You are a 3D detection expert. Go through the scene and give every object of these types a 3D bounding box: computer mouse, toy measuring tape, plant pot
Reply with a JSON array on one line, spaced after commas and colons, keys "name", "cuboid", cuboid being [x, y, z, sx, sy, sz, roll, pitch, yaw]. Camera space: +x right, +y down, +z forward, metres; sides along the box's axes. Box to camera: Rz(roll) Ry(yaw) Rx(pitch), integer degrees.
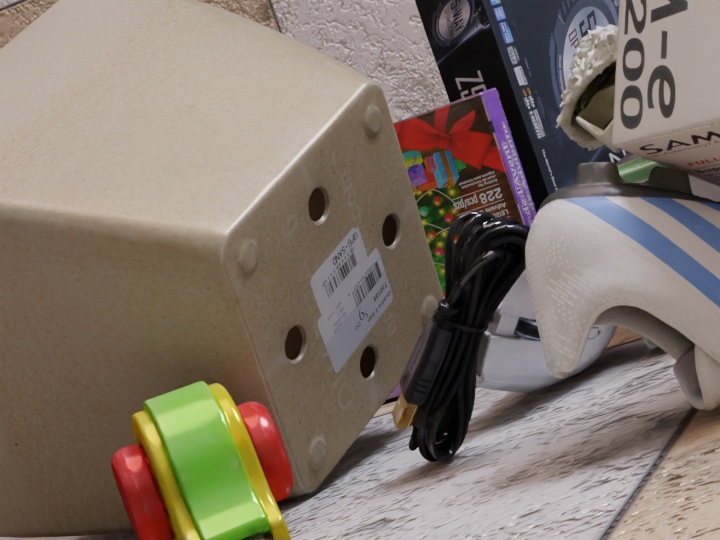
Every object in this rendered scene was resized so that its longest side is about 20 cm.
[{"name": "computer mouse", "cuboid": [0.080, 0.020, 0.903, 0.044, 0.110, 0.200, 23, 16, 22]}, {"name": "toy measuring tape", "cuboid": [-0.055, 0.079, 0.780, 0.073, 0.074, 0.200, -20, 4, -12]}, {"name": "plant pot", "cuboid": [-0.078, -0.002, 0.932, 0.176, 0.201, 0.200, 5, 38, 34]}]

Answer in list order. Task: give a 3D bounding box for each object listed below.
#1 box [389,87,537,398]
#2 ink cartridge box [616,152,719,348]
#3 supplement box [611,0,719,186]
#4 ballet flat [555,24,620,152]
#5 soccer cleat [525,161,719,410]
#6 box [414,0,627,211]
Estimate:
[{"name": "box", "cuboid": [0.000, 0.000, 1.088, 0.199, 0.138, 0.039, -19, 3, 19]}, {"name": "ink cartridge box", "cuboid": [0.204, -0.039, 0.998, 0.145, 0.088, 0.200, -19, 2, 16]}, {"name": "supplement box", "cuboid": [0.191, -0.087, 0.795, 0.199, 0.127, 0.073, 17, -19, -38]}, {"name": "ballet flat", "cuboid": [0.142, -0.084, 0.958, 0.071, 0.072, 0.200, -20, 3, -12]}, {"name": "soccer cleat", "cuboid": [0.160, 0.012, 0.760, 0.199, 0.087, 0.070, 3, -15, 3]}, {"name": "box", "cuboid": [0.118, -0.082, 1.165, 0.043, 0.201, 0.160, -16, 4, 37]}]
